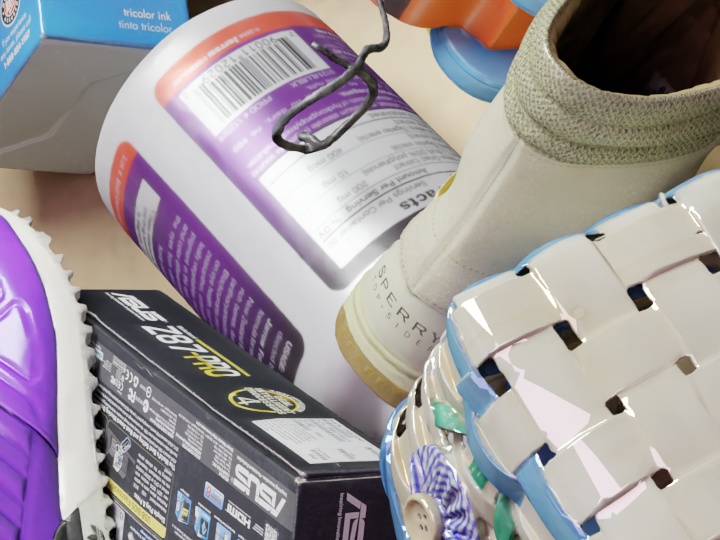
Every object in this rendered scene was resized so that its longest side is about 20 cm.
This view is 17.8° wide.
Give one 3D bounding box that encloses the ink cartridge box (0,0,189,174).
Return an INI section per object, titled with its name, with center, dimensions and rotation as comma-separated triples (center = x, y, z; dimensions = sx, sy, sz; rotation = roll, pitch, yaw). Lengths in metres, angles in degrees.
[ink cartridge box]
center = -0.131, -0.155, 0.947
dimensions = 0.116, 0.067, 0.201
rotation = -40, 53, 54

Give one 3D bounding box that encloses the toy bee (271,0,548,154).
[toy bee]
center = 0.042, -0.121, 0.802
dimensions = 0.131, 0.199, 0.109
rotation = -40, 69, 33

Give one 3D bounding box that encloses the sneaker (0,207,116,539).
[sneaker]
center = -0.145, 0.065, 0.795
dimensions = 0.070, 0.099, 0.201
rotation = -45, 51, 49

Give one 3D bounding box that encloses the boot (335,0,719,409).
[boot]
center = 0.092, -0.044, 0.723
dimensions = 0.072, 0.199, 0.155
rotation = 47, 136, 17

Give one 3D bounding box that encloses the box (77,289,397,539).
[box]
center = -0.057, 0.110, 0.791
dimensions = 0.200, 0.049, 0.162
rotation = 28, 113, 56

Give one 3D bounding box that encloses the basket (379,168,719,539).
[basket]
center = 0.085, 0.077, 0.635
dimensions = 0.138, 0.200, 0.177
rotation = -27, 62, -7

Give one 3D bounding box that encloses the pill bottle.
[pill bottle]
center = 0.000, 0.000, 0.834
dimensions = 0.112, 0.111, 0.200
rotation = -47, 60, 7
